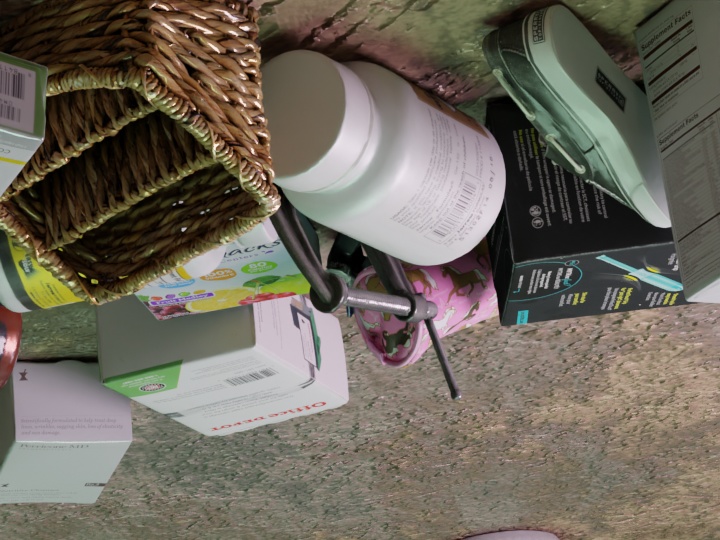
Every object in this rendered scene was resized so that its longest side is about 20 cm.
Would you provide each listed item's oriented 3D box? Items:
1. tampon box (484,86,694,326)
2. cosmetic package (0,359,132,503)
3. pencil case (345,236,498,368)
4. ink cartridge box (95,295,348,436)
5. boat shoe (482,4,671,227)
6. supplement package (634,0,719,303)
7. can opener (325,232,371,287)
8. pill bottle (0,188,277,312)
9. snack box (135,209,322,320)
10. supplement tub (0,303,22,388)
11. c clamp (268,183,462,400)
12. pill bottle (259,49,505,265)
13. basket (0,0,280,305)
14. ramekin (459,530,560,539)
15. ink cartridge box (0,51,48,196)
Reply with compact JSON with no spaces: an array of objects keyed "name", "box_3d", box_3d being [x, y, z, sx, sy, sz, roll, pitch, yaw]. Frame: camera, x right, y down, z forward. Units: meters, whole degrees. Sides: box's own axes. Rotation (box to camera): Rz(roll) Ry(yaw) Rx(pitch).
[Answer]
[{"name":"tampon box","box_3d":[0.196,-0.050,1.816,0.199,0.127,0.150,-7,160,-4]},{"name":"cosmetic package","box_3d":[-0.281,0.151,2.262,0.112,0.081,0.200,0,160,-15]},{"name":"pencil case","box_3d":[0.080,0.010,1.913,0.086,0.083,0.200,-8,-169,46]},{"name":"ink cartridge box","box_3d":[-0.115,0.068,2.091,0.146,0.085,0.200,-14,159,18]},{"name":"boat shoe","box_3d":[0.156,-0.101,1.685,0.063,0.071,0.200,-17,128,34]},{"name":"supplement package","box_3d":[0.313,-0.092,1.636,0.191,0.201,0.147,3,157,-29]},{"name":"can opener","box_3d":[0.016,-0.037,1.910,0.063,0.079,0.200,32,155,5]},{"name":"pill bottle","box_3d":[-0.163,-0.043,1.730,0.199,0.113,0.112,-12,160,10]},{"name":"snack box","box_3d":[-0.117,-0.024,1.884,0.142,0.053,0.200,-11,159,8]},{"name":"supplement tub","box_3d":[-0.367,0.039,1.891,0.199,0.107,0.107,10,154,-39]},{"name":"c clamp","box_3d":[0.000,0.000,1.739,0.027,0.171,0.200,-31,156,22]},{"name":"pill bottle","box_3d":[0.006,-0.080,1.685,0.114,0.115,0.200,-18,158,28]},{"name":"basket","box_3d":[-0.166,-0.082,1.569,0.142,0.150,0.200,13,153,-44]},{"name":"ramekin","box_3d":[0.174,0.394,3.057,0.199,0.105,0.200,-7,160,-3]},{"name":"ink cartridge box","box_3d":[-0.280,-0.066,1.522,0.103,0.060,0.200,16,144,-26]}]
